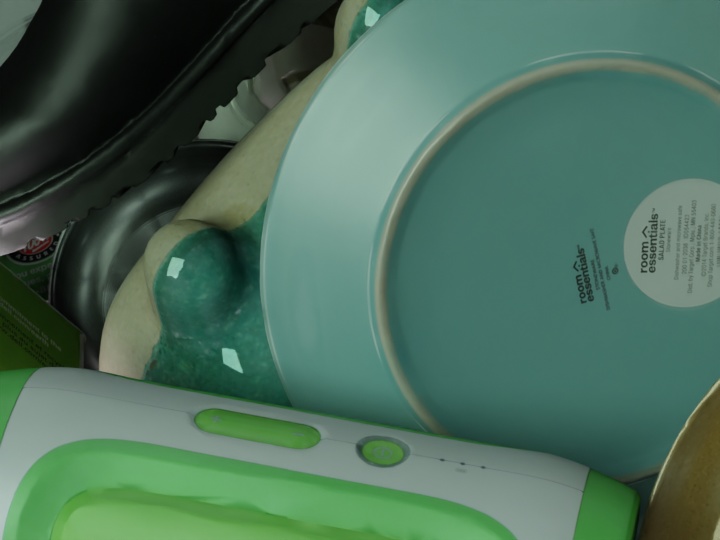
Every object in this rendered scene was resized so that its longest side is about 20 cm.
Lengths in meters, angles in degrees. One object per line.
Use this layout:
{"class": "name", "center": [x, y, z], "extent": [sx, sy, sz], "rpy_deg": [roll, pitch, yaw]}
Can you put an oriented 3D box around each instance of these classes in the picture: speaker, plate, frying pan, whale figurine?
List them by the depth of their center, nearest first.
{"class": "speaker", "center": [-0.020, 0.083, 0.821], "extent": [0.199, 0.088, 0.089], "rpy_deg": [10, 95, 8]}
{"class": "plate", "center": [0.069, 0.000, 0.843], "extent": [0.199, 0.026, 0.201], "rpy_deg": [-2, 106, -8]}
{"class": "whale figurine", "center": [0.000, 0.000, 0.891], "extent": [0.104, 0.159, 0.200], "rpy_deg": [43, 119, 28]}
{"class": "frying pan", "center": [-0.066, 0.046, 0.996], "extent": [0.115, 0.031, 0.191], "rpy_deg": [17, 97, -6]}

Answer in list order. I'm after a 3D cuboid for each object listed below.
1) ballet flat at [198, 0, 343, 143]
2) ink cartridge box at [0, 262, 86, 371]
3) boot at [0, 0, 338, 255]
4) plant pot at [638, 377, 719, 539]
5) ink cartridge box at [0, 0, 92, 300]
{"class": "ballet flat", "center": [0.008, -0.083, 0.962], "extent": [0.199, 0.069, 0.070], "rpy_deg": [-15, 81, 32]}
{"class": "ink cartridge box", "center": [-0.149, 0.084, 0.972], "extent": [0.148, 0.200, 0.076], "rpy_deg": [-38, 29, 19]}
{"class": "boot", "center": [-0.092, -0.121, 0.865], "extent": [0.211, 0.079, 0.158], "rpy_deg": [-42, 109, -4]}
{"class": "plant pot", "center": [0.177, 0.099, 0.789], "extent": [0.199, 0.027, 0.201], "rpy_deg": [-3, 82, 21]}
{"class": "ink cartridge box", "center": [-0.175, -0.075, 0.973], "extent": [0.084, 0.146, 0.200], "rpy_deg": [-121, 18, -49]}
